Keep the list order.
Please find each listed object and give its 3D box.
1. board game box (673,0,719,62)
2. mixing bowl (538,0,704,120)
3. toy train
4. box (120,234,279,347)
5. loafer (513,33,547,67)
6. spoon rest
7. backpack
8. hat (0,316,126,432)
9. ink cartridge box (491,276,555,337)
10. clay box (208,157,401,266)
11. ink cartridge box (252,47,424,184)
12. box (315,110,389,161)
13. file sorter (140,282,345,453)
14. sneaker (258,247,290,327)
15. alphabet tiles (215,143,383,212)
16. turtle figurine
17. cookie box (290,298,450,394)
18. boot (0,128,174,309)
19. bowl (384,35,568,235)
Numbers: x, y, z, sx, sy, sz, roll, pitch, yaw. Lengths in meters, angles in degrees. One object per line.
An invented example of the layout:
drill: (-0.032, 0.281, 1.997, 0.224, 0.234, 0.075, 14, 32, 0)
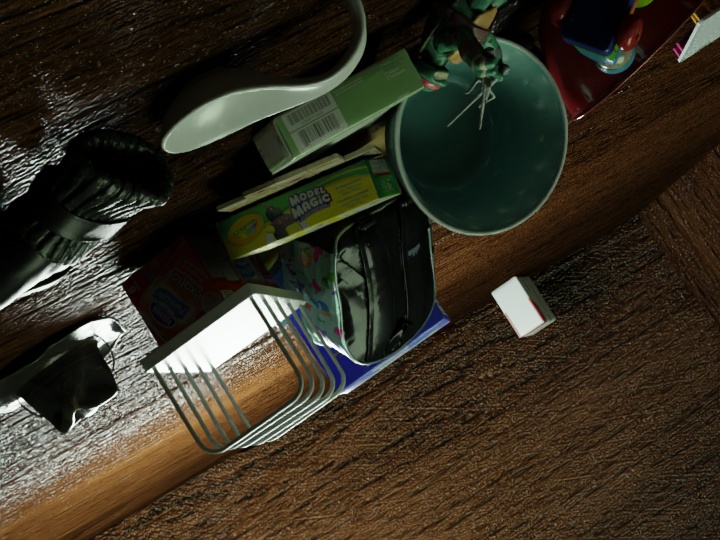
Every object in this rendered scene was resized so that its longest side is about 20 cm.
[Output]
board game box: (0.570, -0.404, 2.194, 0.199, 0.026, 0.200, -34, 171, -2)
mixing bowl: (0.256, -0.263, 1.511, 0.200, 0.108, 0.200, -45, -176, 4)
toy train: (0.258, -0.288, 1.372, 0.201, 0.084, 0.116, -66, 158, -2)
box: (-0.168, 0.029, 1.625, 0.095, 0.100, 0.200, -36, 170, 13)
loafer: (0.180, -0.215, 1.632, 0.075, 0.070, 0.200, -35, 180, 10)
spoon rest: (-0.074, -0.150, 1.170, 0.199, 0.061, 0.099, -34, 171, -3)
backpack: (0.000, 0.000, 1.685, 0.150, 0.201, 0.177, 16, -142, 43)
hat: (-0.333, 0.137, 1.667, 0.200, 0.081, 0.201, -32, 170, -6)
ink cartridge box: (0.440, 0.096, 3.908, 0.083, 0.145, 0.200, -34, 170, 15)
clay box: (-0.064, -0.061, 1.531, 0.199, 0.048, 0.115, -21, 180, 14)
ink cartridge box: (-0.034, -0.141, 1.399, 0.145, 0.048, 0.200, -31, -175, -16)
box: (0.033, -0.155, 1.625, 0.199, 0.021, 0.164, -30, 170, -25)
file sorter: (-0.112, 0.108, 1.534, 0.138, 0.125, 0.200, -35, 170, 9)
sneaker: (-0.092, 0.007, 1.758, 0.199, 0.105, 0.076, -34, 171, 5)
alphabet tiles: (-0.059, -0.093, 1.481, 0.166, 0.008, 0.200, -22, 180, 5)
turtle figurine: (0.108, -0.217, 1.332, 0.201, 0.100, 0.150, -56, -179, 21)
cookie box: (-0.010, 0.029, 1.859, 0.171, 0.201, 0.075, -35, 171, 8)
boot: (-0.249, -0.031, 1.100, 0.157, 0.080, 0.211, -32, -176, 32)
bowl: (0.104, -0.140, 1.515, 0.200, 0.202, 0.105, -30, -163, -19)
